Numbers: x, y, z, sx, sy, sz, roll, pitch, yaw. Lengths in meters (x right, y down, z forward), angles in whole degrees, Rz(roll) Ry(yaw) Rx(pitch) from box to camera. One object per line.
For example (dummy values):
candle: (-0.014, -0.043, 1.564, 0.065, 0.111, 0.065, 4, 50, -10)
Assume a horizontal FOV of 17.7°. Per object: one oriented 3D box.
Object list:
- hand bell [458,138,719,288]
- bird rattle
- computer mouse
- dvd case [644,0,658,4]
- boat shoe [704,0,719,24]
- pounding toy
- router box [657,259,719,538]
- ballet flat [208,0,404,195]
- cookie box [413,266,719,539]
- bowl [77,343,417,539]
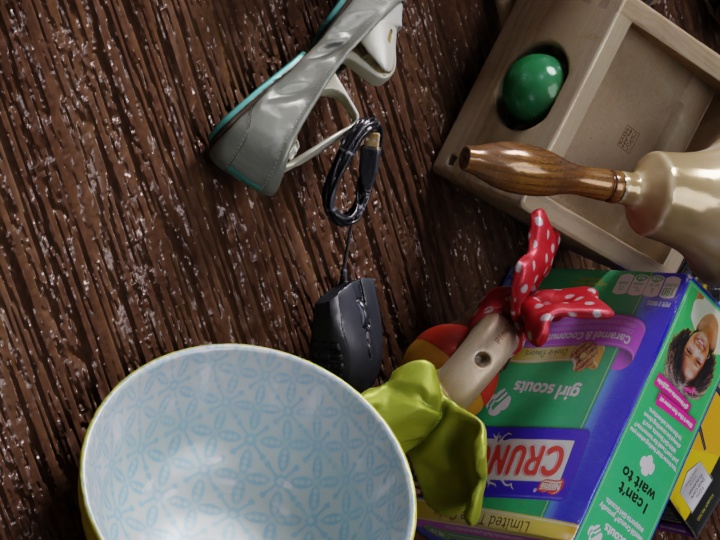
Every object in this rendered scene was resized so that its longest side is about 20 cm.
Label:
hand bell: (0.154, -0.056, 1.470, 0.200, 0.104, 0.104, 11, 86, -24)
bird rattle: (0.063, 0.055, 1.479, 0.113, 0.163, 0.200, 34, 74, -11)
computer mouse: (0.000, 0.000, 1.457, 0.059, 0.034, 0.200, -23, 126, -43)
dvd case: (0.213, -0.297, 1.524, 0.149, 0.200, 0.016, 51, 27, 10)
boat shoe: (0.285, -0.207, 1.719, 0.060, 0.072, 0.200, -49, 120, -23)
pounding toy: (0.143, -0.121, 1.569, 0.200, 0.142, 0.184, 27, 89, -38)
router box: (0.248, 0.074, 1.717, 0.200, 0.051, 0.149, -54, 128, -26)
ballet flat: (-0.016, -0.124, 1.444, 0.064, 0.067, 0.200, 40, 67, 0)
cookie box: (0.138, 0.101, 1.539, 0.075, 0.171, 0.200, 39, 67, -35)
bowl: (-0.075, 0.155, 1.371, 0.200, 0.200, 0.108, -35, 159, -36)
